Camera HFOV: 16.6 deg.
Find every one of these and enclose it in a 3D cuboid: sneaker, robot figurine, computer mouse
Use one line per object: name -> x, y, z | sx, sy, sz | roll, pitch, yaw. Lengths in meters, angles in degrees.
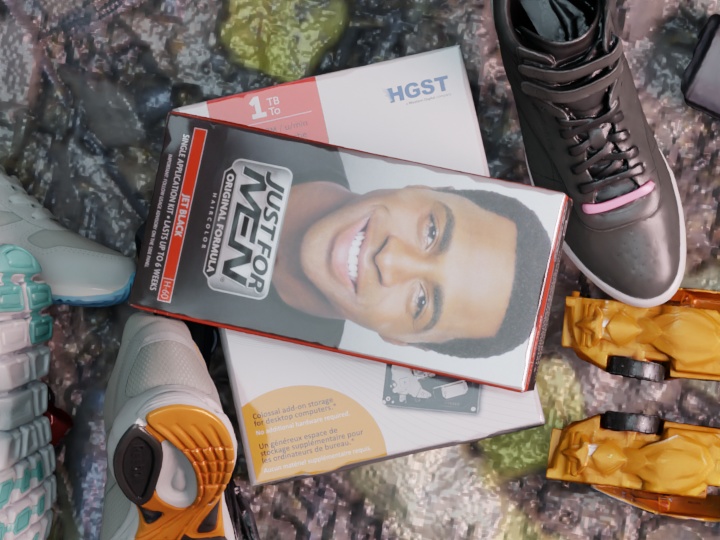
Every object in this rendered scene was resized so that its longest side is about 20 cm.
sneaker -> -0.099, 0.101, 1.252 | 0.076, 0.200, 0.092 | 0, 49, -12
sneaker -> -0.208, 0.082, 1.257 | 0.091, 0.078, 0.200 | 5, 97, 22
sneaker -> -0.208, -0.033, 1.305 | 0.200, 0.077, 0.081 | 18, 86, 4
sneaker -> 0.110, -0.076, 1.226 | 0.071, 0.099, 0.200 | -20, 87, 4
robot figurine -> 0.200, 0.071, 1.273 | 0.200, 0.058, 0.145 | 7, 87, 6
computer mouse -> -0.077, 0.065, 1.298 | 0.034, 0.059, 0.200 | -15, 86, -12

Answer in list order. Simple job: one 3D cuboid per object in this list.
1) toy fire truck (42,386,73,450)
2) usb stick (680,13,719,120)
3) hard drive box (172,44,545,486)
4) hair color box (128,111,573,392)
toy fire truck -> -0.269, 0.073, 1.314 | 0.200, 0.049, 0.141 | 38, 91, 4
usb stick -> 0.263, -0.072, 1.291 | 0.200, 0.033, 0.055 | 27, 87, 6
hard drive box -> 0.000, 0.000, 1.285 | 0.156, 0.077, 0.200 | -13, 84, 3
hair color box -> -0.004, -0.009, 1.211 | 0.200, 0.061, 0.102 | 11, 89, 8
